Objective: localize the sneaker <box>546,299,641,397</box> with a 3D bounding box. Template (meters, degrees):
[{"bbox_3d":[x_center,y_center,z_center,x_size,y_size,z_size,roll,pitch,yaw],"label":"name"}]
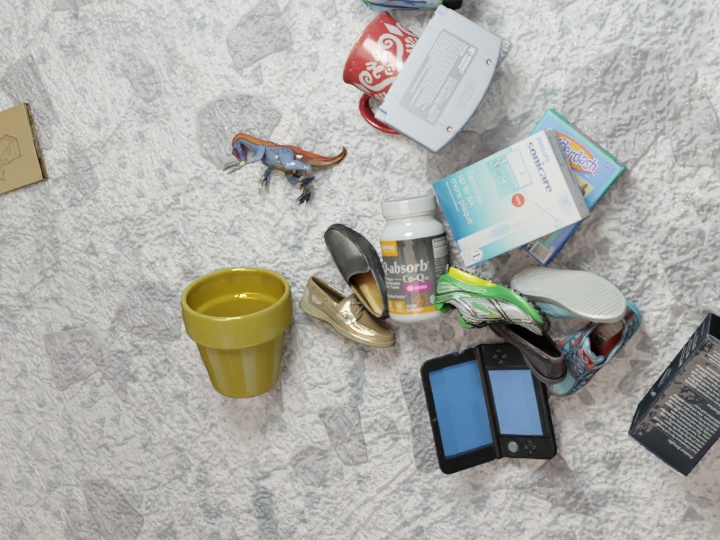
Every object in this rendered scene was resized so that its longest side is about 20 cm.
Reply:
[{"bbox_3d":[0.359,0.127,1.409,0.079,0.095,0.201,42,113,12],"label":"sneaker"}]

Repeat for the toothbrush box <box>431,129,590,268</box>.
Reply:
[{"bbox_3d":[0.234,-0.111,1.379,0.198,0.085,0.148,-23,89,25],"label":"toothbrush box"}]

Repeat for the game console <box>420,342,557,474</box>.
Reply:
[{"bbox_3d":[0.214,0.232,1.475,0.169,0.118,0.203,-7,97,43],"label":"game console"}]

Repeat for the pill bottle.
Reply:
[{"bbox_3d":[0.093,-0.021,1.490,0.115,0.116,0.203,-5,97,24],"label":"pill bottle"}]

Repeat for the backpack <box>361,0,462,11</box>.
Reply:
[{"bbox_3d":[0.067,-0.486,1.403,0.197,0.154,0.165,4,80,3],"label":"backpack"}]

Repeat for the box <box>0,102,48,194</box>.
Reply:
[{"bbox_3d":[-0.760,-0.249,1.881,0.198,0.021,0.166,-12,94,25],"label":"box"}]

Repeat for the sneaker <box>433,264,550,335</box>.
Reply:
[{"bbox_3d":[0.207,0.062,1.398,0.198,0.078,0.086,21,87,31],"label":"sneaker"}]

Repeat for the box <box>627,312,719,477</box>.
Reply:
[{"bbox_3d":[0.505,0.183,1.326,0.104,0.148,0.201,36,113,13],"label":"box"}]

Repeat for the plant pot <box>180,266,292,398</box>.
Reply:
[{"bbox_3d":[-0.220,0.120,1.624,0.199,0.201,0.191,10,119,22],"label":"plant pot"}]

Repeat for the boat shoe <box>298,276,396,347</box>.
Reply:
[{"bbox_3d":[-0.020,0.075,1.582,0.198,0.071,0.065,25,109,19],"label":"boat shoe"}]

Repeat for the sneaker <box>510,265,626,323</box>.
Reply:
[{"bbox_3d":[0.337,0.046,1.401,0.199,0.082,0.074,22,74,42],"label":"sneaker"}]

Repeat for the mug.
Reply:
[{"bbox_3d":[0.088,-0.303,1.458,0.199,0.178,0.134,35,74,10],"label":"mug"}]

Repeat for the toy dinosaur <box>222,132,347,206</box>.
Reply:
[{"bbox_3d":[-0.151,-0.202,1.611,0.199,0.105,0.182,-35,68,-12],"label":"toy dinosaur"}]

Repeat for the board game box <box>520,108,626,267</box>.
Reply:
[{"bbox_3d":[0.302,-0.132,1.416,0.152,0.045,0.201,41,114,13],"label":"board game box"}]

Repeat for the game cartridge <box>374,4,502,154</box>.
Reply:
[{"bbox_3d":[0.126,-0.287,1.355,0.133,0.040,0.201,32,91,9],"label":"game cartridge"}]

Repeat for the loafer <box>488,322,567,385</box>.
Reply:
[{"bbox_3d":[0.266,0.093,1.427,0.200,0.071,0.063,52,159,34],"label":"loafer"}]

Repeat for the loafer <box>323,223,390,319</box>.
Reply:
[{"bbox_3d":[0.000,0.000,1.559,0.200,0.072,0.073,49,115,10],"label":"loafer"}]
